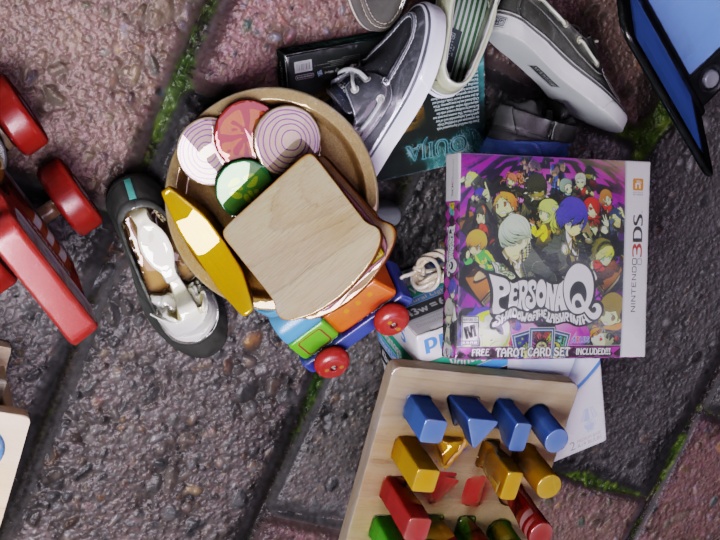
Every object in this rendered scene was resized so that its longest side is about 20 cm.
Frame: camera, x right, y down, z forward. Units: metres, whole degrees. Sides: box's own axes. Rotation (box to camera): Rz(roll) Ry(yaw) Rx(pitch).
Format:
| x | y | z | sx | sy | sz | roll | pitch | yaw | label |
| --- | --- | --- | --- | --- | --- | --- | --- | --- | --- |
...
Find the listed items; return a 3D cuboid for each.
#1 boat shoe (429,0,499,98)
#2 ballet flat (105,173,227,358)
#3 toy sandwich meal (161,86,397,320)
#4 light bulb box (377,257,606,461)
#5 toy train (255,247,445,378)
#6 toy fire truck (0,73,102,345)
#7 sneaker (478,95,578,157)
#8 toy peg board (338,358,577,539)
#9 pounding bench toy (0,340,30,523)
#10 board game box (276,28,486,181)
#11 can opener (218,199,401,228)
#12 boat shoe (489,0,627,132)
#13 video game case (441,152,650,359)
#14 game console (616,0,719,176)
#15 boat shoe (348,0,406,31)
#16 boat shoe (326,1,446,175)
| x | y | z | sx | sy | sz | roll | pitch | yaw | label |
| --- | --- | --- | --- | --- | --- | --- | --- | --- | --- |
| 0.102 | -0.251 | 1.043 | 0.071 | 0.062 | 0.204 | 12 | 91 | -21 | boat shoe |
| -0.171 | 0.010 | 1.048 | 0.067 | 0.069 | 0.202 | -28 | 120 | -5 | ballet flat |
| -0.072 | -0.051 | 0.981 | 0.201 | 0.070 | 0.209 | 0 | 97 | 3 | toy sandwich meal |
| 0.130 | 0.091 | 1.184 | 0.195 | 0.125 | 0.203 | -20 | 119 | -15 | light bulb box |
| 0.000 | 0.000 | 1.067 | 0.199 | 0.085 | 0.116 | -36 | 137 | 13 | toy train |
| -0.276 | -0.051 | 0.916 | 0.111 | 0.168 | 0.202 | -34 | 121 | -7 | toy fire truck |
| 0.193 | -0.105 | 1.157 | 0.198 | 0.076 | 0.113 | 18 | 92 | -40 | sneaker |
| 0.105 | 0.201 | 1.092 | 0.197 | 0.098 | 0.202 | 7 | 111 | -23 | toy peg board |
| -0.385 | 0.131 | 0.951 | 0.197 | 0.156 | 0.126 | 13 | 106 | -27 | pounding bench toy |
| 0.024 | -0.151 | 1.090 | 0.197 | 0.028 | 0.138 | -13 | 116 | -19 | board game box |
| -0.052 | -0.044 | 1.088 | 0.197 | 0.066 | 0.053 | -2 | 119 | -32 | can opener |
| 0.199 | -0.200 | 1.123 | 0.199 | 0.070 | 0.064 | 34 | 82 | -39 | boat shoe |
| 0.171 | -0.012 | 1.077 | 0.196 | 0.036 | 0.185 | 1 | 91 | -19 | video game case |
| 0.327 | -0.229 | 1.143 | 0.176 | 0.116 | 0.200 | -42 | 122 | -2 | game console |
| 0.024 | -0.302 | 1.010 | 0.066 | 0.057 | 0.204 | -4 | 113 | -22 | boat shoe |
| 0.003 | -0.148 | 1.029 | 0.067 | 0.072 | 0.202 | 22 | 107 | -31 | boat shoe |
